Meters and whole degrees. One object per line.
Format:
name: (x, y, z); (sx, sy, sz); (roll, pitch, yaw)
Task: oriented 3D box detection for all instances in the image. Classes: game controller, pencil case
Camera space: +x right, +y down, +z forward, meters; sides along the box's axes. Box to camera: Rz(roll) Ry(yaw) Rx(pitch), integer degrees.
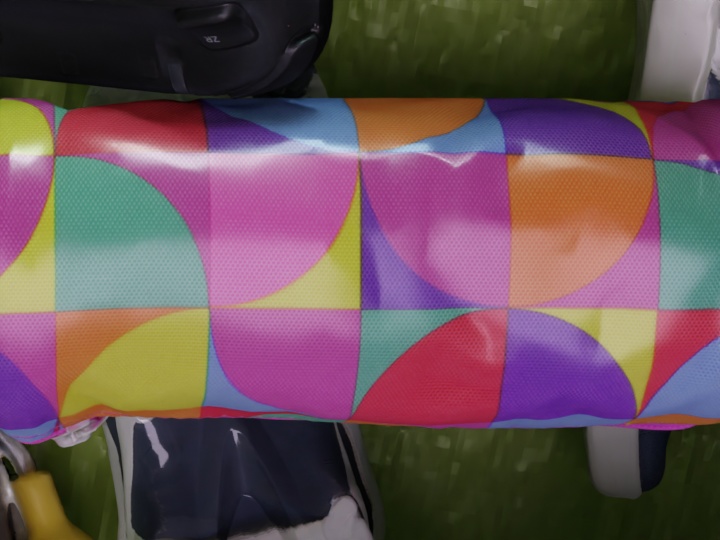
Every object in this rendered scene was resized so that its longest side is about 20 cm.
game controller: (-0.093, -0.097, 0.698); (0.199, 0.042, 0.105); (8, 111, 35)
pencil case: (0.000, 0.000, 0.695); (0.199, 0.088, 0.089); (-1, 112, -5)

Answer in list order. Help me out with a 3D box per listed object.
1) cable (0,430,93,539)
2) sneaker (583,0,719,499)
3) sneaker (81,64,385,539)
cable: (-0.110, 0.037, 0.805); (0.050, 0.097, 0.201); (-12, 96, -43)
sneaker: (0.108, -0.029, 0.774); (0.084, 0.075, 0.201); (9, 110, -3)
sneaker: (-0.037, 0.036, 0.792); (0.079, 0.130, 0.200); (-13, 75, -10)
